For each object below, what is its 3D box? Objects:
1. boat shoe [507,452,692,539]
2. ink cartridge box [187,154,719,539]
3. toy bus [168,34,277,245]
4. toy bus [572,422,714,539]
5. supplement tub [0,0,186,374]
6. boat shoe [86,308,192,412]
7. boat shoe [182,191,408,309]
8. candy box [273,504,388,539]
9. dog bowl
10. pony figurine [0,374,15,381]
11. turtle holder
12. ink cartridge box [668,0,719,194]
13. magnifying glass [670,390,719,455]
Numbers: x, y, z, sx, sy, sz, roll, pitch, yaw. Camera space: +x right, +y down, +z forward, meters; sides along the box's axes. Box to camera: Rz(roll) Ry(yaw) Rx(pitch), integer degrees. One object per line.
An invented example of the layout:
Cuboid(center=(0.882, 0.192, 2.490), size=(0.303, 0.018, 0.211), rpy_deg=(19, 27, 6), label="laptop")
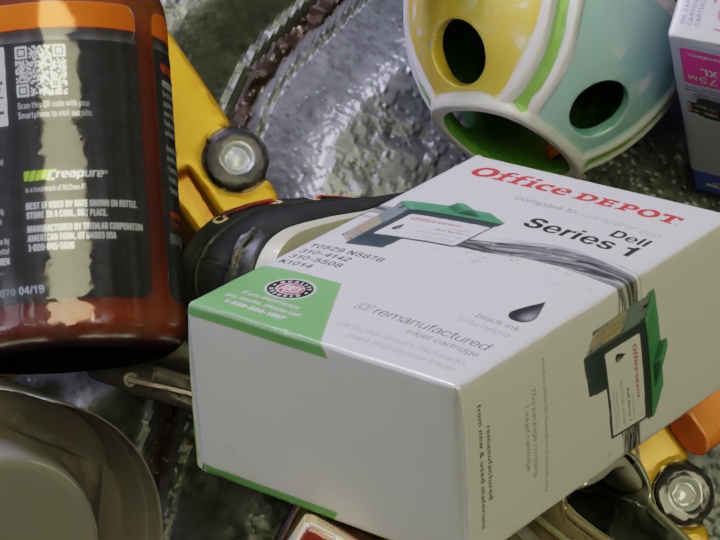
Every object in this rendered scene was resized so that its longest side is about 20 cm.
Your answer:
Cuboid(center=(0.094, 0.103, 1.093), size=(0.075, 0.069, 0.200), rpy_deg=(-7, 44, -47), label="boat shoe")
Cuboid(center=(0.047, 0.030, 1.059), size=(0.200, 0.146, 0.085), rpy_deg=(-29, 125, -44), label="ink cartridge box")
Cuboid(center=(-0.119, -0.086, 1.185), size=(0.078, 0.065, 0.201), rpy_deg=(-32, 82, -16), label="toy bus")
Cuboid(center=(0.128, 0.151, 1.172), size=(0.078, 0.065, 0.201), rpy_deg=(-8, 76, -12), label="toy bus")
Cuboid(center=(-0.132, -0.060, 1.084), size=(0.106, 0.107, 0.201), rpy_deg=(-2, 81, -11), label="supplement tub")
Cuboid(center=(-0.034, 0.066, 1.170), size=(0.199, 0.067, 0.057), rpy_deg=(29, 94, -6), label="boat shoe")
Cuboid(center=(0.000, -0.003, 1.157), size=(0.201, 0.063, 0.074), rpy_deg=(-5, 103, -50), label="boat shoe")
Cuboid(center=(0.015, 0.146, 1.081), size=(0.115, 0.200, 0.056), rpy_deg=(29, 91, -1), label="candy box")
Cuboid(center=(-0.180, 0.132, 1.067), size=(0.200, 0.201, 0.059), rpy_deg=(-40, 47, -18), label="dog bowl")
Cuboid(center=(-0.242, -0.014, 1.111), size=(0.192, 0.166, 0.201), rpy_deg=(-20, 94, -41), label="pony figurine")
Cuboid(center=(0.084, -0.125, 1.182), size=(0.140, 0.186, 0.132), rpy_deg=(15, 72, 19), label="turtle holder")
Cuboid(center=(0.185, -0.114, 1.199), size=(0.042, 0.200, 0.120), rpy_deg=(12, 71, 19), label="ink cartridge box")
Cuboid(center=(0.218, 0.032, 1.212), size=(0.200, 0.022, 0.080), rpy_deg=(-32, 84, -35), label="magnifying glass")
